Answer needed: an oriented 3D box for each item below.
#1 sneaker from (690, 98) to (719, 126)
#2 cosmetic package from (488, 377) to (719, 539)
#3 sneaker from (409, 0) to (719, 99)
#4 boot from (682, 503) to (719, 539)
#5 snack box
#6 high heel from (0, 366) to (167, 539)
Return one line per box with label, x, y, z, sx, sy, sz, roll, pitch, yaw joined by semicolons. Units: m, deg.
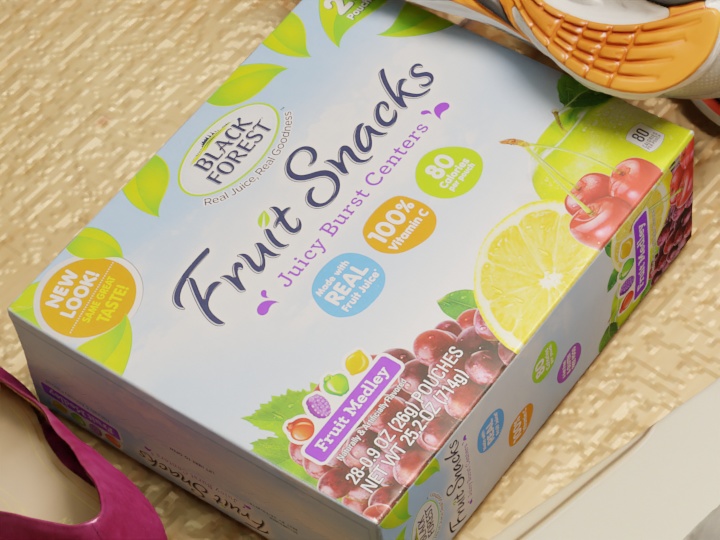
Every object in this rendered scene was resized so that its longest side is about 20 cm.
sneaker;0.196;-0.079;0.889;0.200;0.082;0.077;36;65;28
cosmetic package;0.061;0.135;0.719;0.200;0.104;0.073;-34;50;-11
sneaker;0.068;-0.116;0.901;0.200;0.092;0.076;38;101;30
boot;0.097;0.191;0.643;0.200;0.073;0.182;-45;99;-10
snack box;0.000;0.000;0.864;0.169;0.068;0.200;28;60;26
high heel;-0.134;0.054;0.822;0.200;0.096;0.067;35;65;28
